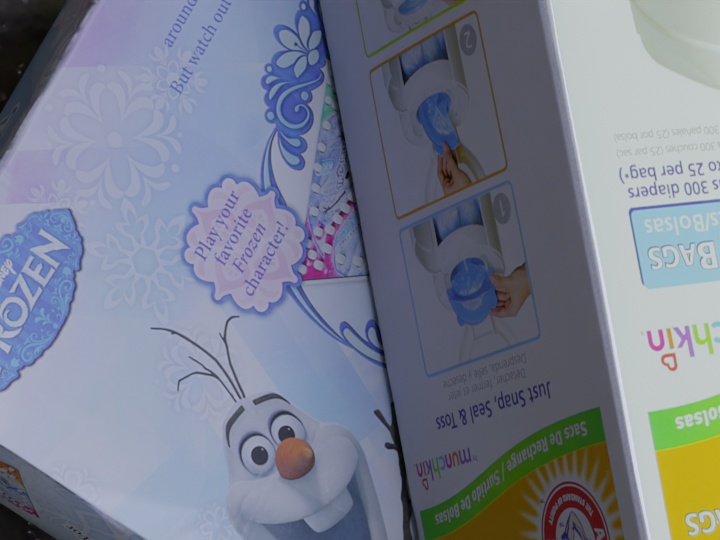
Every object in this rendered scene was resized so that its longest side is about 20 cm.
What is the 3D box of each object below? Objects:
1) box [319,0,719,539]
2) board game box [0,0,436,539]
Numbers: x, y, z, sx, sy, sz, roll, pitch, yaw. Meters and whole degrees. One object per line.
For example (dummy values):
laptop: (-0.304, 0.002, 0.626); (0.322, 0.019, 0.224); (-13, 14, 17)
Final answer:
box: (0.071, -0.010, 0.659); (0.112, 0.101, 0.201); (-5, 81, -29)
board game box: (0.000, 0.000, 0.702); (0.199, 0.043, 0.201); (36, 64, -18)
